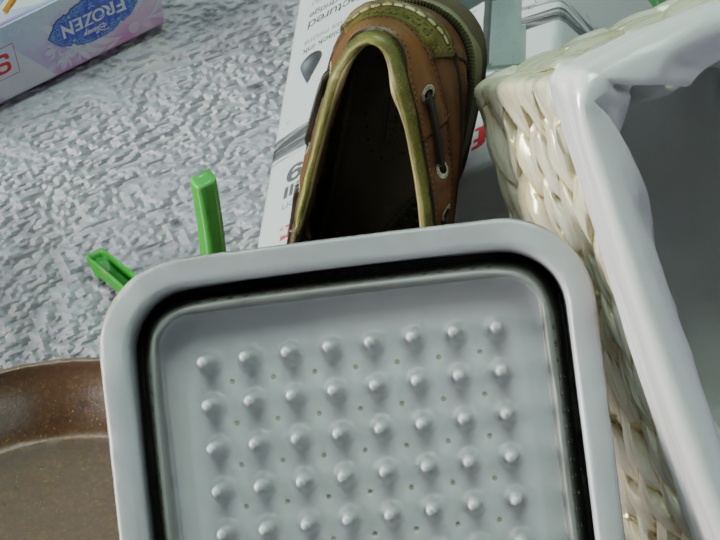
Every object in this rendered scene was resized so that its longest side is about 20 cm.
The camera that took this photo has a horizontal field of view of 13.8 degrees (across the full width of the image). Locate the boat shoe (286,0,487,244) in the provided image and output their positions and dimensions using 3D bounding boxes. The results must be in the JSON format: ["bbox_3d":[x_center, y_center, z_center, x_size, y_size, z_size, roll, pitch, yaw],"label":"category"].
[{"bbox_3d":[0.000,0.000,1.074,0.071,0.201,0.068,7,18,18],"label":"boat shoe"}]

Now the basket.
[{"bbox_3d":[0.135,0.001,1.035,0.135,0.201,0.123,-23,10,-18],"label":"basket"}]

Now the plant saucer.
[{"bbox_3d":[-0.118,0.110,1.102,0.199,0.035,0.201,-6,39,5],"label":"plant saucer"}]

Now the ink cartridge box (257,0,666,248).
[{"bbox_3d":[0.045,-0.059,1.192,0.145,0.084,0.201,-27,32,25],"label":"ink cartridge box"}]

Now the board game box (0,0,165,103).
[{"bbox_3d":[-0.228,-0.132,1.419,0.199,0.041,0.200,-28,42,-20],"label":"board game box"}]

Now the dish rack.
[{"bbox_3d":[0.005,0.089,1.009,0.170,0.202,0.044,-7,-1,5],"label":"dish rack"}]

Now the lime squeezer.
[{"bbox_3d":[-0.065,0.009,1.165,0.037,0.071,0.200,-12,-5,-17],"label":"lime squeezer"}]
